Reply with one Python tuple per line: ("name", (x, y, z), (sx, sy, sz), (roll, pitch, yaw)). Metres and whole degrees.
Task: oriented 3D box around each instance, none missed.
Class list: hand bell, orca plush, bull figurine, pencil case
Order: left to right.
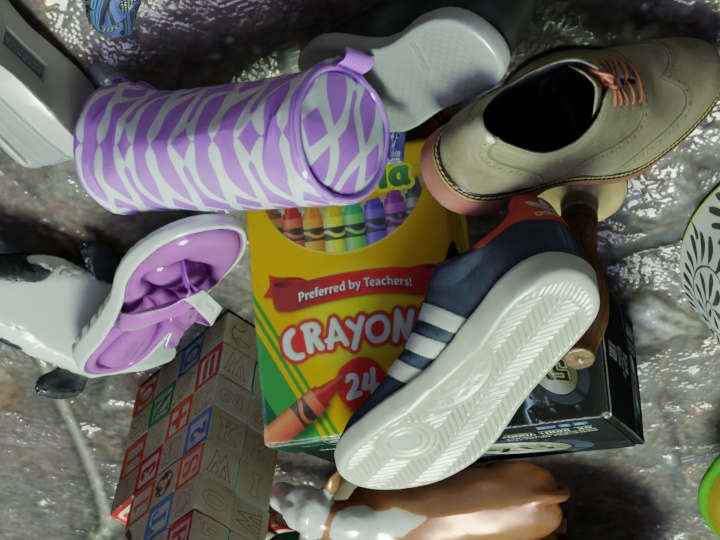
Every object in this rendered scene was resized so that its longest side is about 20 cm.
("orca plush", (-0.223, 0.030, 1.181), (0.199, 0.071, 0.106), (-5, 102, -28))
("pencil case", (-0.076, -0.076, 1.000), (0.199, 0.086, 0.084), (-2, 173, 39))
("bull figurine", (0.041, 0.162, 1.176), (0.198, 0.066, 0.121), (-3, 173, 4))
("hand bell", (0.125, -0.022, 0.996), (0.103, 0.201, 0.105), (3, 135, 3))

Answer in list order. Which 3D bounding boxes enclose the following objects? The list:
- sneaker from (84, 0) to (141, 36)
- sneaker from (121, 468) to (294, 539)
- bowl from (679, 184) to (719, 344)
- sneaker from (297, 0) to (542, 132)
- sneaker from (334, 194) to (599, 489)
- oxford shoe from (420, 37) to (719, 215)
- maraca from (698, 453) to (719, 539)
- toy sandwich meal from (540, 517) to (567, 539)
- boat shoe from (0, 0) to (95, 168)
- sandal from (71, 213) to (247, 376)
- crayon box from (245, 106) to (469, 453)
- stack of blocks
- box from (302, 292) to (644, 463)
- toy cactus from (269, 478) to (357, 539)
("sneaker", (-0.092, -0.194, 0.947), (0.078, 0.076, 0.200), (22, 135, -19))
("sneaker", (-0.100, 0.197, 1.348), (0.093, 0.070, 0.200), (-32, 123, 11))
("bowl", (0.301, 0.023, 1.093), (0.199, 0.095, 0.202), (3, 135, 3))
("sneaker", (0.042, -0.140, 0.987), (0.071, 0.099, 0.200), (44, 157, -19))
("sneaker", (0.052, 0.039, 0.958), (0.075, 0.085, 0.200), (21, 128, -32))
("oxford shoe", (0.130, -0.086, 0.948), (0.071, 0.199, 0.075), (60, 152, 9))
("maraca", (0.329, 0.167, 1.222), (0.199, 0.107, 0.137), (23, 131, -16))
("toy sandwich meal", (0.126, 0.223, 1.311), (0.204, 0.071, 0.206), (0, 150, 0))
("boat shoe", (-0.234, -0.133, 1.035), (0.068, 0.072, 0.200), (-22, 137, 26))
("sandal", (-0.118, 0.026, 1.092), (0.082, 0.050, 0.203), (-14, 161, -31))
("crayon box", (0.000, 0.000, 1.044), (0.126, 0.201, 0.051), (-9, 169, 15))
("stack of blocks", (-0.112, 0.141, 1.189), (0.058, 0.201, 0.115), (32, 129, -24))
("box", (0.070, 0.072, 1.126), (0.199, 0.087, 0.164), (-7, 167, 14))
("toy cactus", (-0.024, 0.219, 1.296), (0.199, 0.102, 0.166), (23, 97, -41))
